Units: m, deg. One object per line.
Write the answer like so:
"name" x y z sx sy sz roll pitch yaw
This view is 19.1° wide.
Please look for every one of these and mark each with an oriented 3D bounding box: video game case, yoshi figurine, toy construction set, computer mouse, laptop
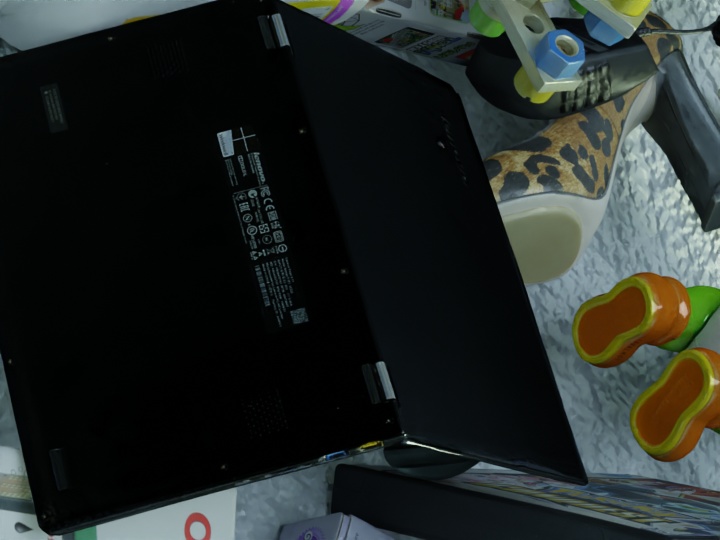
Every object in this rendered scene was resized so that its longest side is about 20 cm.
"video game case" 0.118 0.107 0.892 0.181 0.200 0.026 7 89 -39
"yoshi figurine" 0.189 0.055 1.030 0.200 0.112 0.113 2 94 -41
"toy construction set" 0.060 -0.179 0.930 0.131 0.092 0.200 -38 95 -41
"computer mouse" 0.135 -0.100 0.995 0.200 0.059 0.034 -12 117 -27
"laptop" -0.033 0.005 0.808 0.200 0.116 0.187 -15 65 -4

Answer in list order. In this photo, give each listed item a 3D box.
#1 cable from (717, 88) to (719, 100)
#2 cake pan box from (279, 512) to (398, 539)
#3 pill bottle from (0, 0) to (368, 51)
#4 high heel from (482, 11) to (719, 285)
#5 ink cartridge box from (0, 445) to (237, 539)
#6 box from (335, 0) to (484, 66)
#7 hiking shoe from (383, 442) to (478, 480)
"cable" 0.240 -0.016 1.143 0.200 0.050 0.097 56 33 -30
"cake pan box" 0.025 0.219 0.884 0.184 0.052 0.200 31 61 -32
"pill bottle" -0.088 -0.139 0.843 0.200 0.104 0.104 -12 87 -41
"high heel" 0.076 -0.068 1.012 0.200 0.071 0.143 -10 57 -24
"ink cartridge box" -0.145 0.134 0.741 0.200 0.084 0.146 12 72 -37
"box" 0.021 -0.202 0.995 0.110 0.035 0.200 10 73 -38
"hiking shoe" 0.000 0.000 0.907 0.200 0.074 0.087 63 16 12
